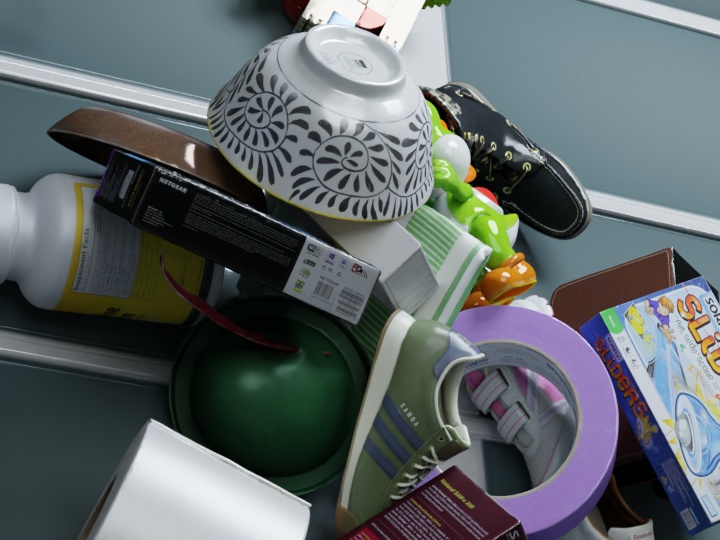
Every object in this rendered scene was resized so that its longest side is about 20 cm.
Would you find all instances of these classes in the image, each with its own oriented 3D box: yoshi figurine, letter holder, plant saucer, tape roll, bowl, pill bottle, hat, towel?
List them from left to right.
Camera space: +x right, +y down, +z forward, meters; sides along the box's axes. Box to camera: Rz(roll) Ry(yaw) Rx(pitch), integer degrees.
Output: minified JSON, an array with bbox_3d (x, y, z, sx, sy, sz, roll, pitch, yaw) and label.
[{"bbox_3d":[-0.219,-0.019,1.582,0.198,0.112,0.113,8,55,-23],"label":"pill bottle"},{"bbox_3d":[-0.166,-0.095,1.613,0.199,0.200,0.035,20,85,-14],"label":"plant saucer"},{"bbox_3d":[-0.143,0.229,1.393,0.138,0.203,0.204,28,50,-6],"label":"tape roll"},{"bbox_3d":[-0.076,0.094,1.499,0.198,0.176,0.167,12,84,-5],"label":"hat"},{"bbox_3d":[-0.018,-0.139,1.556,0.199,0.095,0.201,16,34,-11],"label":"bowl"},{"bbox_3d":[0.000,0.000,1.635,0.199,0.153,0.023,29,0,28],"label":"towel"},{"bbox_3d":[0.066,-0.053,1.670,0.201,0.112,0.112,63,12,12],"label":"yoshi figurine"},{"bbox_3d":[0.119,0.134,1.622,0.198,0.066,0.202,-2,71,5],"label":"tape roll"},{"bbox_3d":[0.254,0.105,1.763,0.100,0.141,0.202,36,45,-44],"label":"letter holder"}]

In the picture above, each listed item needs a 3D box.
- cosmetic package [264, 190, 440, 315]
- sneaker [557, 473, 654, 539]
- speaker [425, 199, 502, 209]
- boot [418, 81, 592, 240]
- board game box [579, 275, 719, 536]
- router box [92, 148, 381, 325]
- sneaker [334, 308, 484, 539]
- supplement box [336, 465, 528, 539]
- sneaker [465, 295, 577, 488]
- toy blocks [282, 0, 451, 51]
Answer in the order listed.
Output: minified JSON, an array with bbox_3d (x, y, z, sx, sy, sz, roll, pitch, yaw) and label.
[{"bbox_3d":[-0.021,-0.050,1.596,0.051,0.083,0.200,-42,63,-9],"label":"cosmetic package"},{"bbox_3d":[0.228,0.267,1.638,0.072,0.085,0.201,-12,66,-35],"label":"sneaker"},{"bbox_3d":[0.029,-0.068,1.761,0.199,0.089,0.089,27,50,-9],"label":"speaker"},{"bbox_3d":[0.119,-0.102,1.800,0.204,0.074,0.153,45,18,15],"label":"boot"},{"bbox_3d":[0.289,0.114,1.645,0.135,0.034,0.201,-17,73,-36],"label":"board game box"},{"bbox_3d":[-0.099,-0.028,1.490,0.199,0.149,0.051,25,90,-22],"label":"router box"},{"bbox_3d":[0.043,0.139,1.546,0.089,0.202,0.067,15,4,16],"label":"sneaker"},{"bbox_3d":[0.026,0.244,1.484,0.199,0.061,0.109,-31,30,-14],"label":"supplement box"},{"bbox_3d":[0.138,0.114,1.706,0.087,0.082,0.201,1,52,-22],"label":"sneaker"},{"bbox_3d":[-0.021,-0.266,1.879,0.199,0.100,0.137,30,61,-6],"label":"toy blocks"}]
